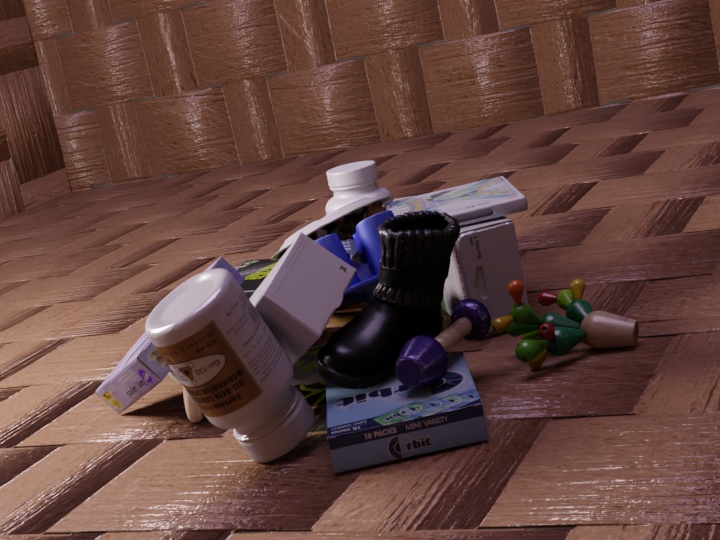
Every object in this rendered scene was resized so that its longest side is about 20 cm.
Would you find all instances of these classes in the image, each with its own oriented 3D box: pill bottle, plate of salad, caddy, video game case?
[{"bbox_3d":[-0.138,0.109,1.462,0.113,0.201,0.115,-28,21,12],"label":"pill bottle"},{"bbox_3d":[-0.039,-0.053,1.945,0.198,0.048,0.200,-28,-2,-1],"label":"plate of salad"},{"bbox_3d":[0.000,0.000,1.671,0.140,0.106,0.200,-22,-2,-3],"label":"caddy"},{"bbox_3d":[0.005,-0.069,2.134,0.110,0.203,0.111,-12,12,3],"label":"pill bottle"},{"bbox_3d":[0.128,-0.089,1.834,0.180,0.022,0.200,-13,12,0],"label":"video game case"}]

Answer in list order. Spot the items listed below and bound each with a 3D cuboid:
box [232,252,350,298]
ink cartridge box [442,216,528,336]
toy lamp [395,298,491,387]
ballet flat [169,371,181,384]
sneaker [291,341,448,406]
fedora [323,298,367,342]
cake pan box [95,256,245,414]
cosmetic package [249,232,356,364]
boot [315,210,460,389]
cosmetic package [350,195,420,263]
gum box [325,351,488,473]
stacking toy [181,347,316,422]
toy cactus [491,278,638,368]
[{"bbox_3d":[-0.140,0.023,1.937,0.191,0.048,0.199,-6,12,34],"label":"box"},{"bbox_3d":[0.158,-0.005,1.828,0.083,0.147,0.200,-14,12,-8],"label":"ink cartridge box"},{"bbox_3d":[0.094,0.085,1.511,0.058,0.059,0.200,-6,12,28],"label":"toy lamp"},{"bbox_3d":[-0.243,0.122,1.871,0.070,0.068,0.200,-28,12,-6],"label":"ballet flat"},{"bbox_3d":[0.008,0.103,1.616,0.197,0.077,0.076,-11,-33,-2],"label":"sneaker"},{"bbox_3d":[0.014,0.073,1.779,0.198,0.083,0.201,-10,13,2],"label":"fedora"},{"bbox_3d":[-0.252,0.084,1.754,0.201,0.052,0.184,-54,12,-34],"label":"cake pan box"},{"bbox_3d":[-0.094,0.058,1.560,0.108,0.084,0.200,-60,6,-37],"label":"cosmetic package"},{"bbox_3d":[0.030,0.028,1.520,0.079,0.159,0.210,26,37,27],"label":"boot"},{"bbox_3d":[0.063,-0.023,2.014,0.072,0.105,0.200,-5,29,28],"label":"cosmetic package"},{"bbox_3d":[0.047,0.154,1.478,0.168,0.045,0.200,-12,12,0],"label":"gum box"},{"bbox_3d":[-0.125,0.136,1.673,0.197,0.087,0.085,-8,12,-4],"label":"stacking toy"},{"bbox_3d":[0.255,0.060,1.613,0.163,0.104,0.200,4,10,23],"label":"toy cactus"}]
